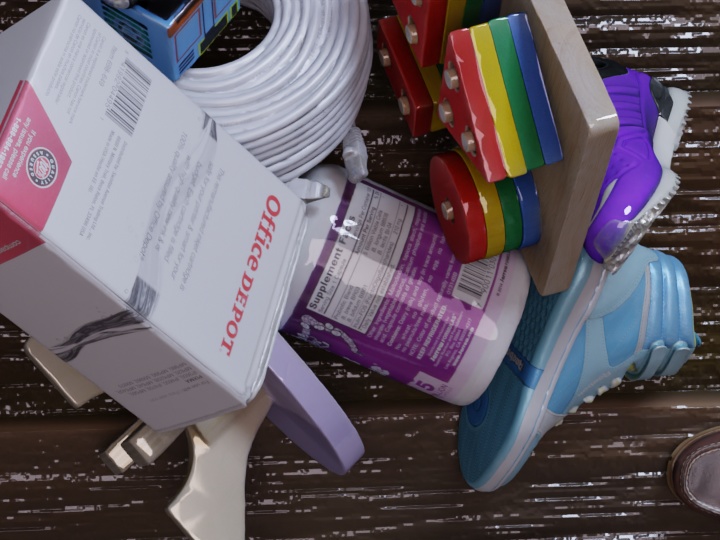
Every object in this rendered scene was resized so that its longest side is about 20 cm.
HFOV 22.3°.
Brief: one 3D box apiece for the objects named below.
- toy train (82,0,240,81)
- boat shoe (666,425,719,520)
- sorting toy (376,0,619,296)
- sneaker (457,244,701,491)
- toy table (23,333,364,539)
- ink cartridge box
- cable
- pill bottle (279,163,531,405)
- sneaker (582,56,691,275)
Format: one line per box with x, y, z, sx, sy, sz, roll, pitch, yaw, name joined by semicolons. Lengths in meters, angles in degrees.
-0.086;-0.212;1.059;0.086;0.115;0.201;30;66;12;toy train
0.309;0.143;1.226;0.197;0.070;0.071;2;96;-3;boat shoe
0.069;-0.107;1.078;0.069;0.201;0.200;-16;65;-11;sorting toy
0.152;0.068;1.204;0.129;0.080;0.201;13;116;-26;sneaker
-0.106;0.081;1.142;0.117;0.184;0.200;-43;82;-15;toy table
-0.132;-0.028;0.999;0.200;0.084;0.147;40;47;-30;ink cartridge box
-0.091;-0.141;1.124;0.197;0.069;0.202;0;62;1;cable
0.000;0.000;1.165;0.198;0.112;0.113;23;93;-6;pill bottle
0.144;-0.075;1.142;0.099;0.201;0.070;31;122;-4;sneaker
